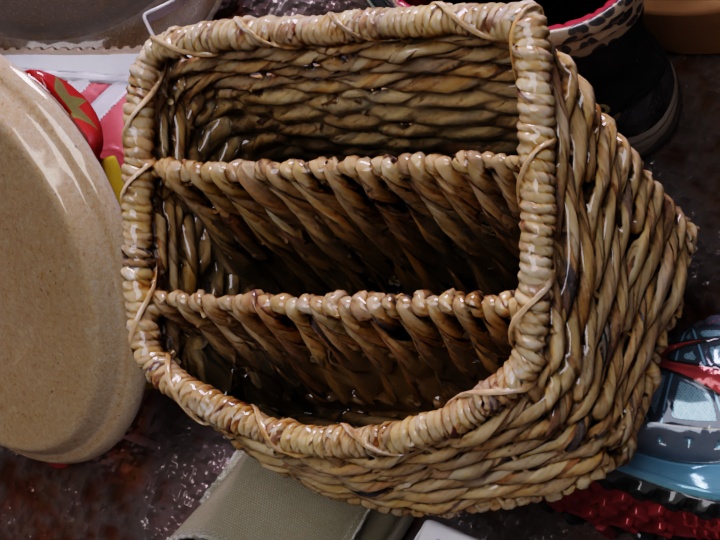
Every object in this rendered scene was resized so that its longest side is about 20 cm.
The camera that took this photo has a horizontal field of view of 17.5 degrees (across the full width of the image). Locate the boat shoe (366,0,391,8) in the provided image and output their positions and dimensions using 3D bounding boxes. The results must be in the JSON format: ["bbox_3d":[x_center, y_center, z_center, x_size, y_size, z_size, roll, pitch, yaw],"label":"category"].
[{"bbox_3d":[0.011,-0.200,1.042,0.074,0.066,0.200,-10,71,20],"label":"boat shoe"}]

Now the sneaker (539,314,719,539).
[{"bbox_3d":[0.137,0.058,0.920,0.200,0.079,0.096,11,65,19],"label":"sneaker"}]

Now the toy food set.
[{"bbox_3d":[-0.152,-0.006,1.006,0.200,0.049,0.198,-12,101,49],"label":"toy food set"}]

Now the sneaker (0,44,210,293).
[{"bbox_3d":[-0.125,-0.037,1.050,0.200,0.071,0.113,-3,70,20],"label":"sneaker"}]

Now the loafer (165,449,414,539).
[{"bbox_3d":[-0.036,0.113,0.968,0.076,0.068,0.200,26,86,27],"label":"loafer"}]

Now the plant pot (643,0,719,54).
[{"bbox_3d":[0.131,-0.206,0.953,0.200,0.140,0.201,-7,71,21],"label":"plant pot"}]

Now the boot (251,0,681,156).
[{"bbox_3d":[0.028,-0.092,0.938,0.200,0.151,0.073,4,74,9],"label":"boot"}]

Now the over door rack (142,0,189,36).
[{"bbox_3d":[-0.033,-0.184,0.931,0.067,0.148,0.200,41,83,11],"label":"over door rack"}]

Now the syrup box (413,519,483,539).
[{"bbox_3d":[0.105,0.169,0.886,0.200,0.079,0.082,22,85,27],"label":"syrup box"}]

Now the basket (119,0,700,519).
[{"bbox_3d":[0.000,0.000,0.877,0.200,0.149,0.143,2,59,37],"label":"basket"}]

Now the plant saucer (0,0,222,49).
[{"bbox_3d":[-0.153,-0.164,1.049,0.200,0.200,0.032,-16,36,18],"label":"plant saucer"}]
